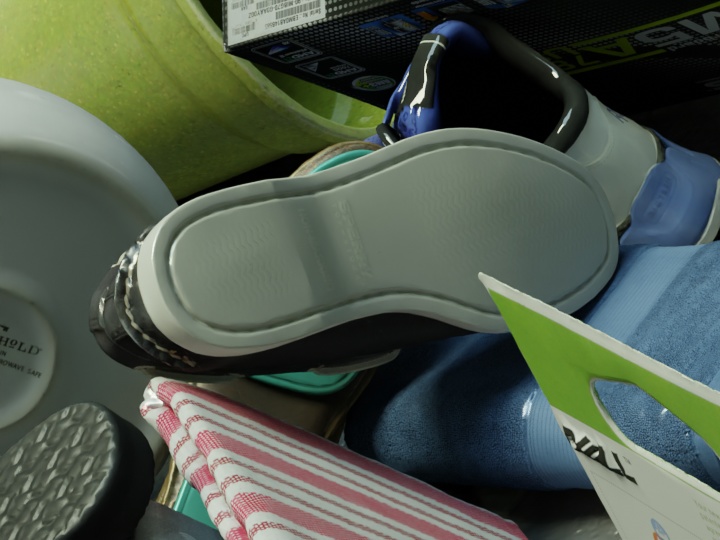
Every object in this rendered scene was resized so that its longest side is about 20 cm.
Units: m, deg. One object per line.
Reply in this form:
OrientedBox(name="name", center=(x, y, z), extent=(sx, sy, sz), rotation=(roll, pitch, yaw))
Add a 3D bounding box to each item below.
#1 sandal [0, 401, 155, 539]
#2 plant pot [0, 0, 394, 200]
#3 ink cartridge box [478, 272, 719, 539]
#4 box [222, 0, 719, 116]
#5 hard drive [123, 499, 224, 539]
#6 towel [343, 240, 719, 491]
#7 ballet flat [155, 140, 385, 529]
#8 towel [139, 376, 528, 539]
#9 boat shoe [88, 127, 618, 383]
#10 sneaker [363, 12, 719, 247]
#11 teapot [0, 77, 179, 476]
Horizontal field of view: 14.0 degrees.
OrientedBox(name="sandal", center=(-0.132, 0.121, 0.902), extent=(0.200, 0.048, 0.075), rotation=(-38, 35, 18))
OrientedBox(name="plant pot", center=(-0.103, -0.108, 1.399), extent=(0.184, 0.200, 0.200), rotation=(-30, 21, 29))
OrientedBox(name="ink cartridge box", center=(0.130, 0.076, 0.715), extent=(0.076, 0.200, 0.148), rotation=(-35, 24, -12))
OrientedBox(name="box", center=(0.078, -0.106, 1.182), extent=(0.200, 0.193, 0.048), rotation=(-12, 70, 35))
OrientedBox(name="hard drive", center=(-0.006, 0.147, 0.820), extent=(0.033, 0.139, 0.200), rotation=(-57, 18, 16))
OrientedBox(name="towel", center=(0.092, 0.037, 1.029), extent=(0.200, 0.049, 0.112), rotation=(-2, 36, 46))
OrientedBox(name="ballet flat", center=(-0.033, 0.050, 1.061), extent=(0.072, 0.068, 0.200), rotation=(124, 163, -78))
OrientedBox(name="towel", center=(0.013, 0.096, 0.901), extent=(0.030, 0.146, 0.200), rotation=(-61, 22, 7))
OrientedBox(name="boat shoe", center=(0.000, 0.000, 1.003), extent=(0.200, 0.074, 0.060), rotation=(-14, -8, -37))
OrientedBox(name="sneaker", center=(0.043, -0.053, 1.159), extent=(0.199, 0.115, 0.081), rotation=(4, 60, 53))
OrientedBox(name="teapot", center=(-0.156, 0.011, 1.088), extent=(0.197, 0.200, 0.146), rotation=(-29, 26, -12))
